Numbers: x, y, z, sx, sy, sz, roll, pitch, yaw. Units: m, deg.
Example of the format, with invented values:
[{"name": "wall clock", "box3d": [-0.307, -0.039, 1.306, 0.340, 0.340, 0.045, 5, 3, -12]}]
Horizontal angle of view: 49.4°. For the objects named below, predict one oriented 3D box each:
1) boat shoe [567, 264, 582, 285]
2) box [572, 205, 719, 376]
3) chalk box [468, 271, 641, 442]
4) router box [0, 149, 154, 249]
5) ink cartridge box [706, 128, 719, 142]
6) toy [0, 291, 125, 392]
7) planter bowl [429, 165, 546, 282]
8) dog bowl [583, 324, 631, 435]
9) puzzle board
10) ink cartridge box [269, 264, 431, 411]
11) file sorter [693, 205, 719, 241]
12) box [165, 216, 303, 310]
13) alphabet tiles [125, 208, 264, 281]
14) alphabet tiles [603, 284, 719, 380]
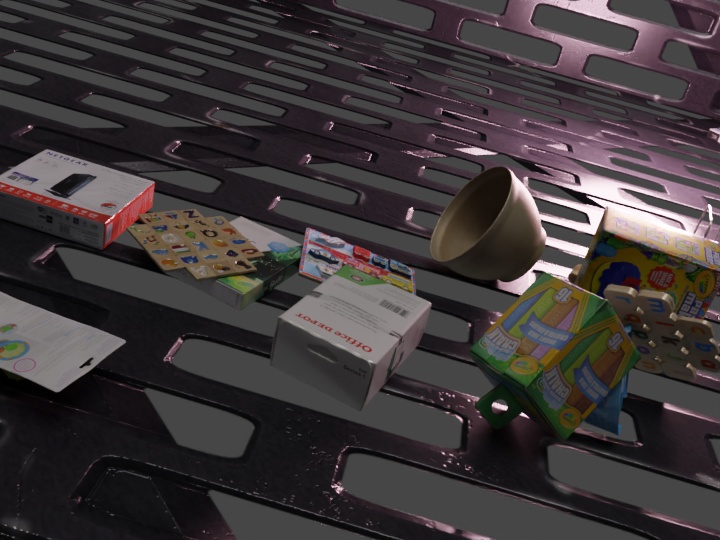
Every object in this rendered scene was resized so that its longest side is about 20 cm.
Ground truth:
[{"name": "boat shoe", "box3d": [0.469, 0.032, 1.388, 0.200, 0.069, 0.074, 26, -13, 5]}, {"name": "box", "box3d": [0.452, 0.031, 1.269, 0.192, 0.200, 0.122, 20, 29, 11]}, {"name": "chalk box", "box3d": [0.237, 0.125, 1.017, 0.124, 0.200, 0.124, 49, -9, -33]}, {"name": "router box", "box3d": [-0.460, -0.118, 1.251, 0.200, 0.049, 0.180, 17, 29, 3]}, {"name": "ink cartridge box", "box3d": [1.299, -0.465, 2.723, 0.200, 0.037, 0.095, -12, 38, -36]}, {"name": "toy", "box3d": [-0.392, 0.092, 0.917, 0.200, 0.047, 0.115, 20, 32, 16]}, {"name": "planter bowl", "box3d": [0.237, -0.062, 1.369, 0.135, 0.200, 0.200, 36, 23, -20]}, {"name": "dog bowl", "box3d": [0.352, 0.150, 1.114, 0.049, 0.112, 0.200, 5, 24, 22]}, {"name": "puzzle board", "box3d": [0.000, 0.000, 1.262, 0.200, 0.017, 0.151, 21, 27, -11]}, {"name": "ink cartridge box", "box3d": [-0.011, 0.085, 1.071, 0.146, 0.084, 0.200, 24, 30, 17]}, {"name": "file sorter", "box3d": [0.795, -0.038, 1.635, 0.200, 0.125, 0.139, 21, 29, 12]}, {"name": "box", "box3d": [-0.186, -0.016, 1.217, 0.144, 0.036, 0.200, 24, 31, 17]}, {"name": "alphabet tiles", "box3d": [-0.251, -0.043, 1.193, 0.166, 0.006, 0.200, -10, 37, -39]}, {"name": "alphabet tiles", "box3d": [0.433, 0.094, 1.165, 0.195, 0.200, 0.015, 11, 55, 43]}]
